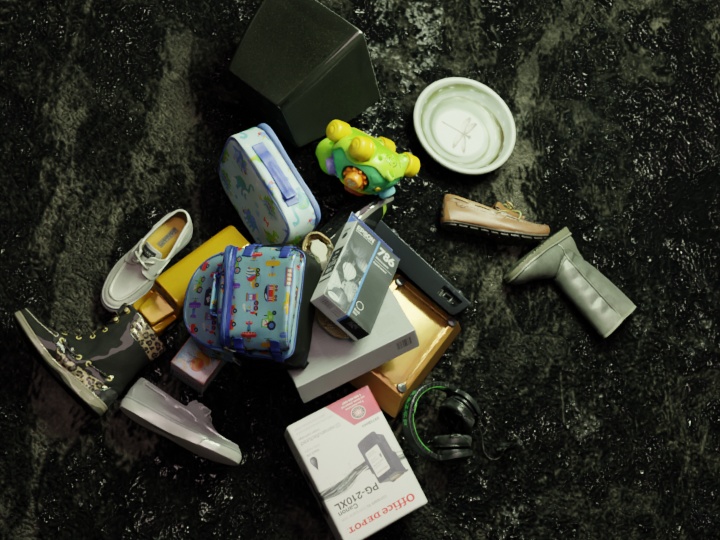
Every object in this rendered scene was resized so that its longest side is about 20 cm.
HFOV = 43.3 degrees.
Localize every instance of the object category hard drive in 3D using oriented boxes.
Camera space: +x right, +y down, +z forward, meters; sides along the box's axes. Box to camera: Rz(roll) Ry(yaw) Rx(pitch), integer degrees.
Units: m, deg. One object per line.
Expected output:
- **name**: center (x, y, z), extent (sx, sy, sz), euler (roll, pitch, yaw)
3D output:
- **hard drive**: center (0.100, 0.000, 1.519), extent (0.200, 0.135, 0.042), euler (43, 92, 7)

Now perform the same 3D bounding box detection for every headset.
- **headset**: center (0.162, 0.254, 1.452), extent (0.199, 0.094, 0.124), euler (27, 65, -22)

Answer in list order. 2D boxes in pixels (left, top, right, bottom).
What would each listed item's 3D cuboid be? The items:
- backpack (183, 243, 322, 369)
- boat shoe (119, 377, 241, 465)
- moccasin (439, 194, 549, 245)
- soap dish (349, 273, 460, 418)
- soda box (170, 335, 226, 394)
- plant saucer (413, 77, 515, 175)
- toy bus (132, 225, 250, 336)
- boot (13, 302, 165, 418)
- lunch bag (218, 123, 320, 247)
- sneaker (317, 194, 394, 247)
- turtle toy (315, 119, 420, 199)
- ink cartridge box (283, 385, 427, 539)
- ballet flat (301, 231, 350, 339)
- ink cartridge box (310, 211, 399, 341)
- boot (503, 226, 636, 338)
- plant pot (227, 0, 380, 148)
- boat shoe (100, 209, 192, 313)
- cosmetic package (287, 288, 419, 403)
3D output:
- **backpack**: center (-0.171, 0.047, 1.323), extent (0.199, 0.135, 0.184), euler (6, 80, 15)
- **boat shoe**: center (-0.262, 0.227, 1.371), extent (0.199, 0.072, 0.069), euler (25, 65, 5)
- **moccasin**: center (0.242, -0.094, 1.626), extent (0.200, 0.074, 0.078), euler (11, 75, 0)
- **soap dish**: center (0.056, 0.114, 1.486), extent (0.157, 0.081, 0.200), euler (39, 65, 3)
- **soda box**: center (-0.216, 0.093, 1.429), extent (0.063, 0.068, 0.200), euler (34, 65, 3)
- **plant saucer**: center (0.187, -0.260, 1.683), extent (0.199, 0.050, 0.202), euler (5, 68, -13)
- **toy bus**: center (-0.265, 0.017, 1.437), extent (0.065, 0.078, 0.200), euler (47, 60, 6)
- **boot**: center (-0.408, 0.104, 1.372), extent (0.200, 0.073, 0.150), euler (45, 65, 6)
- **lunch bag**: center (-0.149, -0.127, 1.481), extent (0.082, 0.161, 0.201), euler (-28, 77, -25)
- **sneaker**: center (-0.010, -0.062, 1.559), extent (0.200, 0.071, 0.083), euler (-42, 118, -29)
- **turtle toy**: center (-0.004, -0.186, 1.541), extent (0.145, 0.200, 0.102), euler (14, 108, -40)
- **ink cartridge box**: center (-0.009, 0.302, 1.388), extent (0.144, 0.084, 0.201), euler (-25, 78, -15)
- **ballet flat**: center (-0.053, 0.016, 1.400), extent (0.070, 0.066, 0.201), euler (-19, 49, -10)
- **ink cartridge box**: center (0.000, 0.000, 1.373), extent (0.099, 0.039, 0.201), euler (41, 46, -21)
- **boot**: center (0.373, 0.039, 1.614), extent (0.181, 0.073, 0.201), euler (-33, 87, -21)
- **plant pot**: center (-0.107, -0.334, 1.544), extent (0.199, 0.200, 0.178), euler (38, 78, 21)
- **boat shoe**: center (-0.338, -0.019, 1.439), extent (0.071, 0.070, 0.200), euler (39, 67, 4)
- **cosmetic package**: center (-0.030, 0.095, 1.405), extent (0.199, 0.052, 0.151), euler (-25, 51, -6)
